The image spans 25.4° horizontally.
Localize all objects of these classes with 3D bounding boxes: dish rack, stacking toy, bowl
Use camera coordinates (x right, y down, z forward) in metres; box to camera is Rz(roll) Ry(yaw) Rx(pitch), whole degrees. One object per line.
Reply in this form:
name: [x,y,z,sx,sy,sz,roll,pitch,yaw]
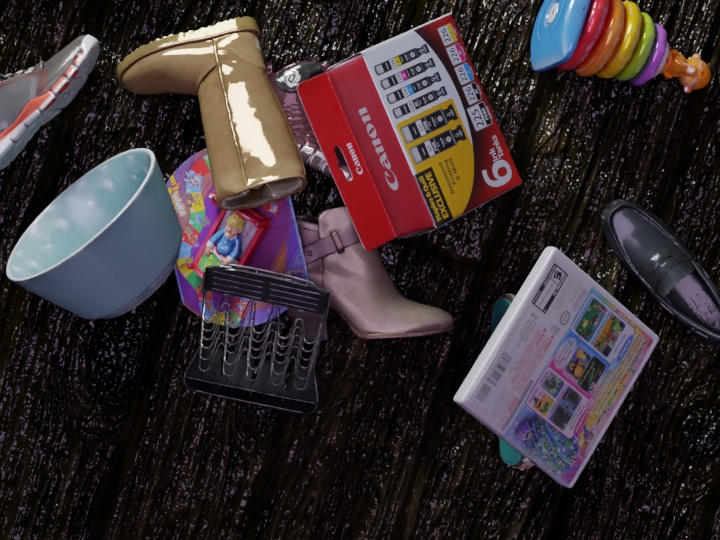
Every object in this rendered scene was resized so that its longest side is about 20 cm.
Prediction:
dish rack: [-0.109,0.071,1.719,0.152,0.201,0.055,11,53,-2]
stacking toy: [0.294,-0.244,1.740,0.198,0.110,0.117,19,83,-15]
bowl: [-0.269,-0.025,1.708,0.200,0.201,0.105,-37,116,2]

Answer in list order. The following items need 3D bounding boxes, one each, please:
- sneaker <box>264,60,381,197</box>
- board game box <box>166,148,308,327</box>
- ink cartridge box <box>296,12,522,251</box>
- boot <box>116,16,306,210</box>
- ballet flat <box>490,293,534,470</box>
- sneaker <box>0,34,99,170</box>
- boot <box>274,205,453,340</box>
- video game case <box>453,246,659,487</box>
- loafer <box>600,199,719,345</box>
sneaker: [-0.034,-0.165,1.745,0.199,0.076,0.116,27,91,-3]
board game box: [-0.147,-0.036,1.738,0.157,0.039,0.202,-12,90,21]
ink cartridge box: [0.052,-0.145,1.705,0.175,0.084,0.201,-28,97,-31]
boot: [-0.162,-0.157,1.697,0.174,0.066,0.202,-19,69,10]
ballet flat: [0.183,0.122,1.788,0.063,0.075,0.202,-8,101,-31]
sneaker: [-0.370,-0.193,1.734,0.200,0.077,0.082,-45,89,2]
boot: [0.000,0.000,1.762,0.198,0.070,0.148,-4,96,0]
video game case: [0.217,0.107,1.749,0.182,0.024,0.201,38,78,-25]
loafer: [0.344,0.001,1.770,0.068,0.070,0.201,-42,95,2]
